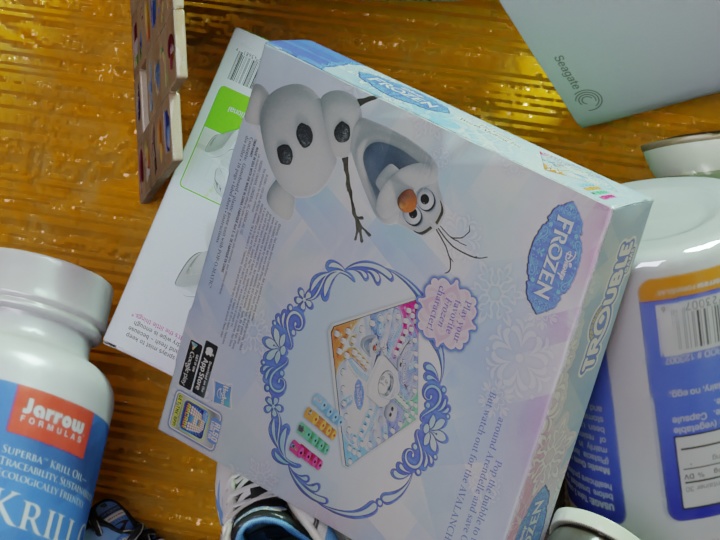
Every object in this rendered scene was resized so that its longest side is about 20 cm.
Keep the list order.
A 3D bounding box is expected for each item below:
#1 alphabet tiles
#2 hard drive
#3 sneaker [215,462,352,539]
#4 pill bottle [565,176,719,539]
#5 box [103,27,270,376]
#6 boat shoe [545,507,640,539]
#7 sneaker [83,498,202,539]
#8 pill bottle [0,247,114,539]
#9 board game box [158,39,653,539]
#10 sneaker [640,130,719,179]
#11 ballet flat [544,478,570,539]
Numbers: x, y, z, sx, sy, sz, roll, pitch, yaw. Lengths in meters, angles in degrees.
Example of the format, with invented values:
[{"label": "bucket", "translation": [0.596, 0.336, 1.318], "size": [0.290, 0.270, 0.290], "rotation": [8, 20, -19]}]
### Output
[{"label": "alphabet tiles", "translation": [-0.103, -0.129, 1.344], "size": [0.007, 0.200, 0.169], "rotation": [-2, 85, -11]}, {"label": "hard drive", "translation": [0.172, -0.139, 1.272], "size": [0.199, 0.132, 0.027], "rotation": [-14, 49, 23]}, {"label": "sneaker", "translation": [-0.038, 0.125, 1.288], "size": [0.071, 0.200, 0.073], "rotation": [-22, 120, 1]}, {"label": "pill bottle", "translation": [0.148, 0.067, 1.257], "size": [0.111, 0.112, 0.201], "rotation": [-3, 111, 18]}, {"label": "box", "translation": [0.000, 0.000, 1.343], "size": [0.199, 0.097, 0.178], "rotation": [24, 94, 18]}, {"label": "boat shoe", "translation": [0.122, 0.190, 1.237], "size": [0.071, 0.202, 0.061], "rotation": [16, 56, 37]}, {"label": "sneaker", "translation": [-0.115, 0.157, 1.381], "size": [0.199, 0.078, 0.091], "rotation": [-17, 75, 14]}, {"label": "pill bottle", "translation": [-0.187, 0.095, 1.347], "size": [0.111, 0.112, 0.201], "rotation": [7, 75, 19]}, {"label": "board game box", "translation": [0.016, 0.023, 1.223], "size": [0.198, 0.043, 0.201], "rotation": [28, 111, 30]}, {"label": "sneaker", "translation": [0.236, -0.026, 1.288], "size": [0.199, 0.067, 0.091], "rotation": [-3, 94, 18]}, {"label": "ballet flat", "translation": [0.080, 0.155, 1.331], "size": [0.067, 0.046, 0.201], "rotation": [19, 92, 19]}]
